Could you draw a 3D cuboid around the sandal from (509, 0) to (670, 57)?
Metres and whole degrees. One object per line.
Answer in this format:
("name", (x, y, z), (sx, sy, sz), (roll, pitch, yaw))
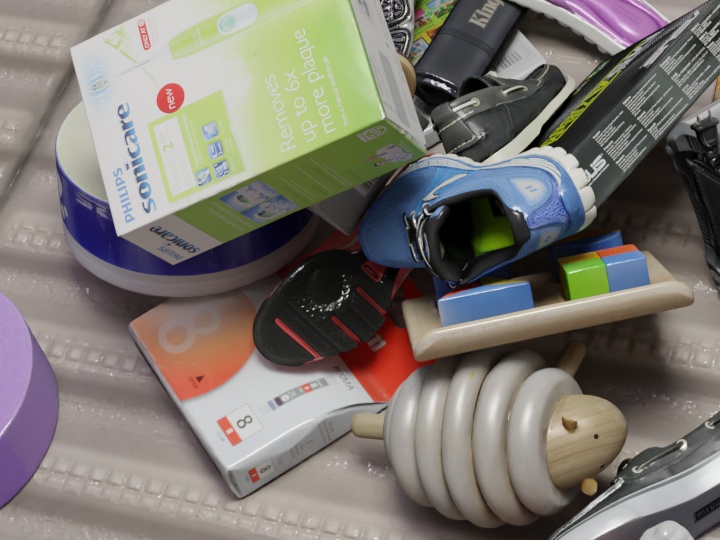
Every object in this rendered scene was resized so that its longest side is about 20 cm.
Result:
("sandal", (0.168, -0.234, 1.587), (0.202, 0.050, 0.083), (32, 54, 6))

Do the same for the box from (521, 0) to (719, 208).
("box", (0.170, -0.099, 1.450), (0.048, 0.193, 0.200), (46, 72, -5))

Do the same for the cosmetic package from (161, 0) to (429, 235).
("cosmetic package", (-0.063, -0.125, 1.427), (0.200, 0.090, 0.107), (34, 89, 23))

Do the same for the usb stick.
("usb stick", (0.100, -0.203, 1.598), (0.055, 0.033, 0.200), (20, 54, 17))

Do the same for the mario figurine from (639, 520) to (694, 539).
("mario figurine", (0.171, 0.234, 1.245), (0.199, 0.106, 0.124), (-9, 54, 6))

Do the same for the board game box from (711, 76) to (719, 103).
("board game box", (0.348, -0.154, 1.521), (0.151, 0.046, 0.201), (5, 56, 18))

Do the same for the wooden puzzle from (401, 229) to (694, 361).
("wooden puzzle", (0.120, 0.011, 1.371), (0.184, 0.200, 0.047), (-12, 96, 0))

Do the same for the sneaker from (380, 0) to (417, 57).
("sneaker", (0.020, -0.211, 1.609), (0.075, 0.092, 0.201), (11, 82, 14))

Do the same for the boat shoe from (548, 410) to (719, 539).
("boat shoe", (0.203, 0.145, 1.329), (0.199, 0.069, 0.057), (-26, 51, -14))

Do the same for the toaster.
("toaster", (0.297, -0.061, 1.373), (0.129, 0.200, 0.114), (-34, 33, -11))

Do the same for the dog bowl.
("dog bowl", (-0.131, -0.072, 1.528), (0.199, 0.079, 0.201), (-1, 39, 1))

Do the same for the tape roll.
("tape roll", (-0.330, 0.101, 1.496), (0.199, 0.066, 0.201), (-7, 52, 9))

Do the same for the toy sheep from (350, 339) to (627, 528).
("toy sheep", (0.085, 0.108, 1.349), (0.199, 0.138, 0.138), (-4, 52, 32))

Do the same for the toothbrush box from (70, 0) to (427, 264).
("toothbrush box", (-0.076, -0.113, 1.337), (0.199, 0.086, 0.146), (-22, 69, 17))

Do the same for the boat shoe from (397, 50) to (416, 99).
("boat shoe", (-0.044, -0.169, 1.532), (0.199, 0.072, 0.072), (10, 38, 21))

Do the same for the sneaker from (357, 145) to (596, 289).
("sneaker", (0.060, -0.034, 1.342), (0.089, 0.079, 0.200), (-29, 11, -38))

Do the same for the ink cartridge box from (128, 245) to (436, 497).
("ink cartridge box", (-0.048, 0.051, 1.471), (0.200, 0.050, 0.162), (-34, 54, -7))

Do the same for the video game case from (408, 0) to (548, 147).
("video game case", (0.024, -0.168, 1.632), (0.199, 0.023, 0.182), (-31, 53, -8))

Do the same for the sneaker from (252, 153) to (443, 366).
("sneaker", (0.000, 0.000, 1.468), (0.200, 0.087, 0.074), (-43, 94, -15))

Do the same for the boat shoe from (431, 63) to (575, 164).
("boat shoe", (0.108, -0.124, 1.496), (0.068, 0.072, 0.200), (48, 30, 0))
